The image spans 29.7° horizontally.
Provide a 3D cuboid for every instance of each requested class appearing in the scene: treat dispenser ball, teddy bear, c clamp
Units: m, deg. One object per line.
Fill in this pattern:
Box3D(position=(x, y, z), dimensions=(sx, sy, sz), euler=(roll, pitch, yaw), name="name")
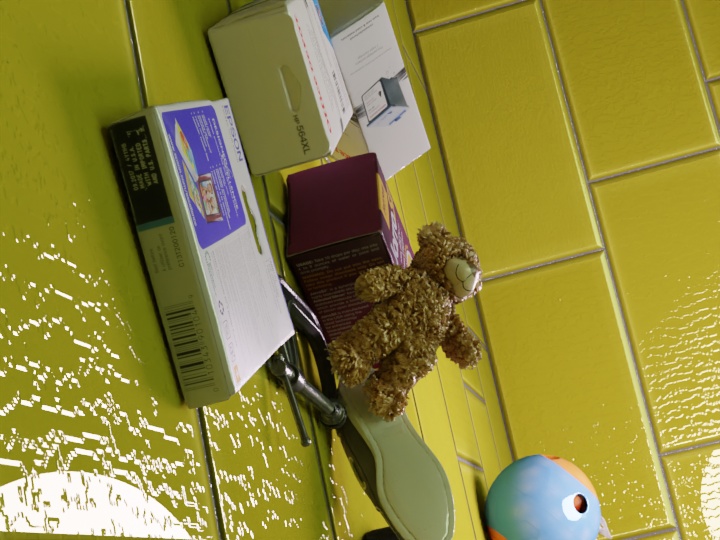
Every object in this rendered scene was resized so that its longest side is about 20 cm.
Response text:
Box3D(position=(0.314, 0.419, 2.343), dimensions=(0.201, 0.199, 0.203), euler=(-15, 90, -81), name="treat dispenser ball")
Box3D(position=(0.053, 0.048, 1.301), dimensions=(0.146, 0.199, 0.067), euler=(57, -22, -1), name="teddy bear")
Box3D(position=(-0.051, 0.092, 1.231), dimensions=(0.200, 0.027, 0.172), euler=(45, 27, -70), name="c clamp")

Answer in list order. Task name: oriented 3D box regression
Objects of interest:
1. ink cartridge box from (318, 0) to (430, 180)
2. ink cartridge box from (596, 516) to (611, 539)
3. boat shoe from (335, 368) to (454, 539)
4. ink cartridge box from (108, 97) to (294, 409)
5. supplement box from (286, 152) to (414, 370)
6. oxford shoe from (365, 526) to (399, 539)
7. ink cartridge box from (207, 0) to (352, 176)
Box3D(position=(-0.016, -0.217, 1.529), dimensions=(0.146, 0.086, 0.201), euler=(35, -24, 46), name="ink cartridge box")
Box3D(position=(0.354, 0.475, 2.498), dimensions=(0.129, 0.198, 0.126), euler=(61, 17, -57), name="ink cartridge box")
Box3D(position=(0.030, 0.189, 1.301), dimensions=(0.203, 0.072, 0.060), euler=(63, -28, 30), name="boat shoe")
Box3D(position=(-0.109, -0.022, 0.979), dimensions=(0.200, 0.043, 0.200), euler=(-44, 119, -77), name="ink cartridge box")
Box3D(position=(0.000, 0.000, 1.415), dimensions=(0.132, 0.102, 0.201), euler=(-92, 164, -47), name="supplement box")
Box3D(position=(0.041, 0.290, 1.345), dimensions=(0.200, 0.071, 0.072), euler=(-8, 88, -70), name="oxford shoe")
Box3D(position=(-0.074, -0.190, 1.321), dimensions=(0.200, 0.084, 0.147), euler=(-71, 145, -72), name="ink cartridge box")
